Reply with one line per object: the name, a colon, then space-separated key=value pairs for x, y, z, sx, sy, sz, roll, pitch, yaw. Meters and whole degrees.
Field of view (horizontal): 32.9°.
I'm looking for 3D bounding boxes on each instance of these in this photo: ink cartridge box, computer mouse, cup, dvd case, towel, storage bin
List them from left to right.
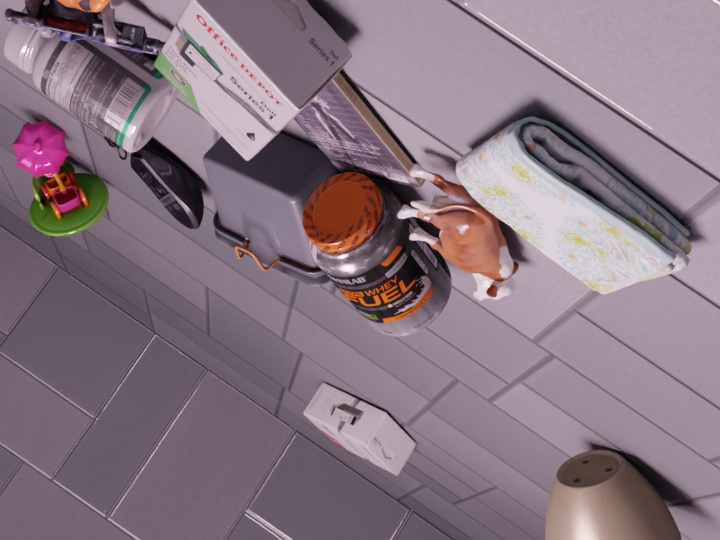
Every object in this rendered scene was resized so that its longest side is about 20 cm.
computer mouse: x=-0.297 y=-0.152 z=1.840 sx=0.201 sy=0.053 sz=0.138 roll=51 pitch=159 yaw=-16
ink cartridge box: x=-0.110 y=-0.207 z=1.189 sx=0.146 sy=0.084 sz=0.200 roll=45 pitch=161 yaw=-7
storage bin: x=-0.105 y=-0.088 z=1.490 sx=0.198 sy=0.146 sz=0.135 roll=25 pitch=152 yaw=31
dvd case: x=-0.031 y=-0.166 z=1.311 sx=0.148 sy=0.016 sz=0.200 roll=18 pitch=157 yaw=50
ink cartridge box: x=-0.001 y=0.332 z=2.556 sx=0.198 sy=0.083 sz=0.147 roll=20 pitch=159 yaw=43
towel: x=0.191 y=-0.055 z=1.125 sx=0.199 sy=0.048 sz=0.171 roll=37 pitch=163 yaw=-7
cup: x=0.349 y=0.346 z=1.756 sx=0.199 sy=0.199 sz=0.145 roll=9 pitch=122 yaw=57

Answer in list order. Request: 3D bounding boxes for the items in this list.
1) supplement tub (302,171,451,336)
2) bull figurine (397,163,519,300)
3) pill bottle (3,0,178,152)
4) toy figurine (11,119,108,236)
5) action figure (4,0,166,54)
supplement tub: x=0.018 y=-0.019 z=1.426 sx=0.121 sy=0.124 sz=0.200 roll=21 pitch=162 yaw=39
bull figurine: x=0.109 y=-0.037 z=1.303 sx=0.120 sy=0.066 sz=0.201 roll=25 pitch=161 yaw=21
pill bottle: x=-0.334 y=-0.247 z=1.515 sx=0.199 sy=0.114 sz=0.113 roll=35 pitch=164 yaw=0
toy figurine: x=-0.552 y=-0.193 z=2.155 sx=0.201 sy=0.149 sz=0.185 roll=53 pitch=164 yaw=39
action figure: x=-0.292 y=-0.307 z=1.357 sx=0.197 sy=0.106 sz=0.193 roll=12 pitch=176 yaw=-13
